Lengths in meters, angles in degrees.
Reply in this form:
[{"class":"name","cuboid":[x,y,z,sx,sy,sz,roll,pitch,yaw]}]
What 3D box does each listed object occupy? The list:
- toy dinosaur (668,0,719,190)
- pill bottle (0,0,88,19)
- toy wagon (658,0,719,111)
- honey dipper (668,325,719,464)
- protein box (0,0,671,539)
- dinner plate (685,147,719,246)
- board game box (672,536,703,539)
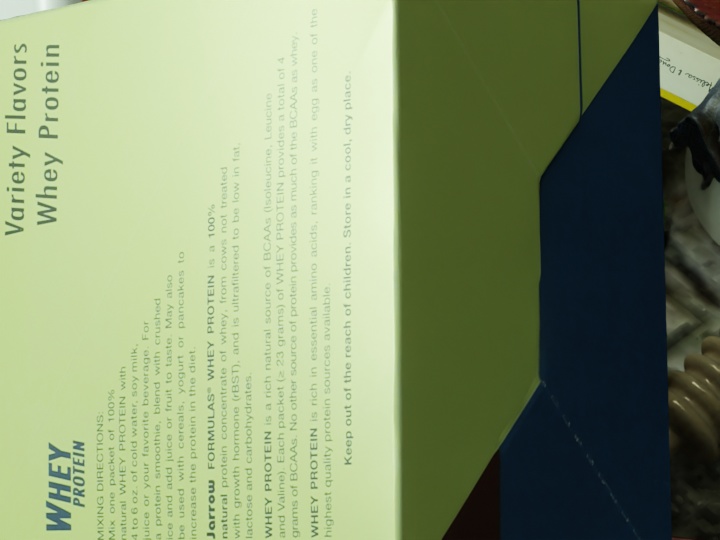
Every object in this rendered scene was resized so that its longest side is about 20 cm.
[{"class":"toy dinosaur","cuboid":[0.208,-0.064,0.913,0.181,0.200,0.105,-31,46,-11]},{"class":"pill bottle","cuboid":[-0.076,-0.096,1.043,0.200,0.116,0.116,-5,19,-43]},{"class":"toy wagon","cuboid":[0.176,-0.111,1.079,0.155,0.040,0.200,29,34,17]},{"class":"honey dipper","cuboid":[0.082,0.097,0.992,0.200,0.038,0.038,-42,41,-14]},{"class":"protein box","cuboid":[-0.018,0.010,0.871,0.200,0.135,0.199,-6,81,42]},{"class":"dinner plate","cuboid":[0.229,-0.069,1.098,0.200,0.024,0.200,-16,41,14]},{"class":"board game box","cuboid":[0.069,0.138,0.936,0.200,0.019,0.103,5,60,26]}]
